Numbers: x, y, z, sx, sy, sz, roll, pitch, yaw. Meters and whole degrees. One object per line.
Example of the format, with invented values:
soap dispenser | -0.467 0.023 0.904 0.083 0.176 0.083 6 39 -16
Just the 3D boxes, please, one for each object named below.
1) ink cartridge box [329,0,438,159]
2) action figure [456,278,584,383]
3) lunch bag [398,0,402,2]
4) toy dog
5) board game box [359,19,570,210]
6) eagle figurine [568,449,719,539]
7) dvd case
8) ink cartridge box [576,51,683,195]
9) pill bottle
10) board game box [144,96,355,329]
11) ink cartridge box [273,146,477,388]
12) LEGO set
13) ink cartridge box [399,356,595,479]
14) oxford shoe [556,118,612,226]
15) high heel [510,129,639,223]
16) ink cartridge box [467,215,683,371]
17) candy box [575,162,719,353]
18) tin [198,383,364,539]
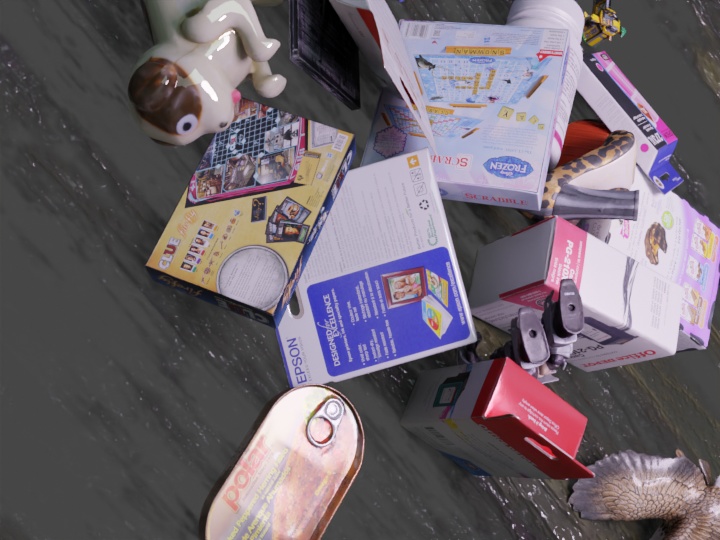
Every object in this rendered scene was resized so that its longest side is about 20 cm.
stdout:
ink cartridge box | 0.014 -0.223 0.879 0.160 0.046 0.204 48 25 -56
action figure | 0.171 0.082 0.908 0.127 0.201 0.071 -15 71 -13
lunch bag | 0.061 -0.424 0.994 0.200 0.123 0.171 -43 101 -28
toy dog | -0.158 -0.219 0.817 0.189 0.140 0.205 10 74 -9
board game box | 0.115 -0.174 0.947 0.195 0.041 0.204 9 69 19
eagle figurine | 0.362 0.292 1.011 0.196 0.151 0.155 1 99 -34
dvd case | -0.038 -0.291 0.923 0.148 0.016 0.206 22 64 -64
ink cartridge box | 0.347 -0.192 1.113 0.094 0.037 0.202 -24 77 -52
pill bottle | 0.201 -0.223 1.036 0.112 0.113 0.204 27 67 -22
board game box | -0.101 -0.061 0.834 0.133 0.035 0.203 19 67 11
ink cartridge box | 0.000 0.000 0.884 0.195 0.047 0.203 -15 89 5
LEGO set | 0.293 -0.397 1.124 0.197 0.115 0.157 28 66 -21
ink cartridge box | 0.140 0.150 0.867 0.115 0.199 0.068 36 65 -18
oxford shoe | 0.266 -0.119 1.090 0.201 0.070 0.074 -53 147 -37
high heel | 0.242 -0.116 0.993 0.201 0.139 0.073 -66 155 -56
ink cartridge box | 0.241 0.033 0.983 0.197 0.144 0.086 25 65 -22
candy box | 0.364 -0.017 1.109 0.198 0.071 0.171 31 65 -21
tin | -0.074 0.202 0.823 0.112 0.042 0.202 42 66 -20
